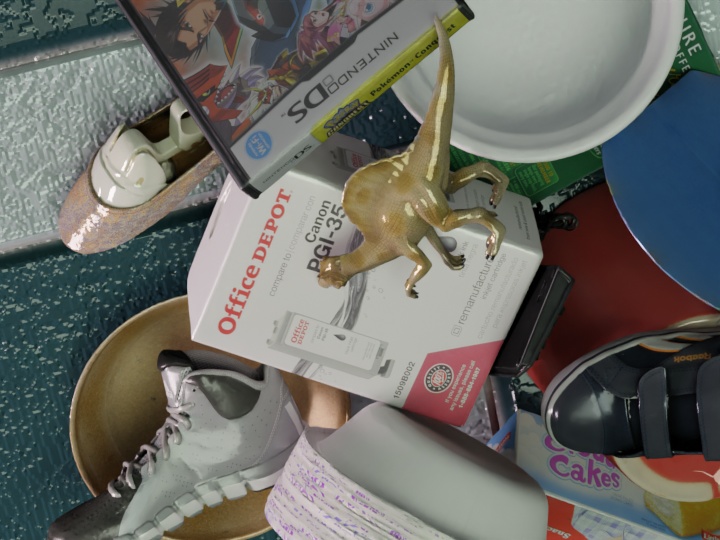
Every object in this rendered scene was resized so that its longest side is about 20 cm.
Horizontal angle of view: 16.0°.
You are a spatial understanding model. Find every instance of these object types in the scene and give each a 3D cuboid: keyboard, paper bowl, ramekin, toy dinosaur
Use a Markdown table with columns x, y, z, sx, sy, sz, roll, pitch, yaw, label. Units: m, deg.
| x | y | z | sx | sy | sz | roll | pitch | yaw | label |
| --- | --- | --- | --- | --- | --- | --- | --- | --- | --- |
| 0.112 | 0.013 | 1.724 | 0.020 | 0.200 | 0.128 | 22 | 86 | -9 | keyboard |
| 0.045 | 0.162 | 1.707 | 0.200 | 0.201 | 0.105 | 26 | 95 | -20 | paper bowl |
| 0.108 | -0.167 | 1.653 | 0.199 | 0.098 | 0.202 | 0 | 89 | 6 | ramekin |
| 0.041 | -0.048 | 1.583 | 0.101 | 0.058 | 0.201 | 19 | 118 | -17 | toy dinosaur |

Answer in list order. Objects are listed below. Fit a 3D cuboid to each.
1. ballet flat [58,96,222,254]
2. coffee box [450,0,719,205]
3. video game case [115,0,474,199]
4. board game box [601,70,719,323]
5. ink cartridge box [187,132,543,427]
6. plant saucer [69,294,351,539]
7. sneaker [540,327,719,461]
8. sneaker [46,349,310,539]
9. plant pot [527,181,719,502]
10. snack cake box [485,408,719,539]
| x | y | z | sx | sy | sz | roll | pitch | yaw | label |
| --- | --- | --- | --- | --- | --- | --- | --- | --- | --- |
| -0.126 | -0.087 | 1.699 | 0.200 | 0.068 | 0.067 | -37 | 157 | 0 | ballet flat |
| 0.140 | -0.126 | 1.746 | 0.199 | 0.044 | 0.123 | -29 | 117 | 4 | coffee box |
| -0.051 | -0.176 | 1.618 | 0.180 | 0.200 | 0.025 | -39 | 154 | 9 | video game case |
| 0.236 | -0.042 | 1.694 | 0.158 | 0.200 | 0.039 | 46 | 137 | 6 | board game box |
| 0.000 | 0.000 | 1.690 | 0.199 | 0.083 | 0.147 | 18 | 116 | -13 | ink cartridge box |
| -0.107 | 0.099 | 1.810 | 0.199 | 0.035 | 0.202 | -4 | 115 | -8 | plant saucer |
| 0.217 | 0.081 | 1.641 | 0.199 | 0.080 | 0.079 | -15 | 117 | -2 | sneaker |
| -0.137 | 0.114 | 1.759 | 0.199 | 0.075 | 0.116 | -24 | 112 | -10 | sneaker |
| 0.216 | 0.056 | 1.770 | 0.199 | 0.178 | 0.202 | -4 | 115 | -9 | plant pot |
| 0.171 | 0.186 | 1.861 | 0.199 | 0.068 | 0.115 | 21 | 138 | -18 | snack cake box |
